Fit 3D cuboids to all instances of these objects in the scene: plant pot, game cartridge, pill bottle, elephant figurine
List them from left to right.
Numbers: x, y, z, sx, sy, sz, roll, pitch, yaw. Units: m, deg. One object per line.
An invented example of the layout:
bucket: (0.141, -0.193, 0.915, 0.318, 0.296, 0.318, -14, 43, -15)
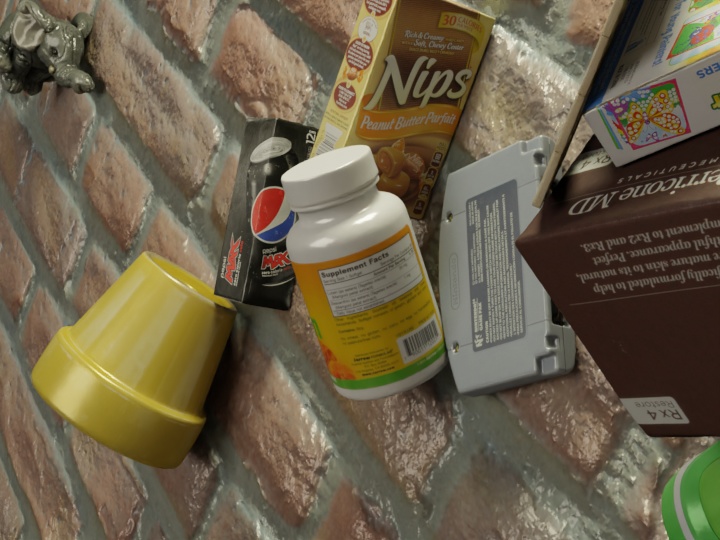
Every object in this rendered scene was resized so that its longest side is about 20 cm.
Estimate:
elephant figurine: (-0.473, -0.350, 1.911, 0.199, 0.156, 0.142, -10, 30, 42)
plant pot: (-0.242, 0.092, 1.411, 0.190, 0.200, 0.200, -57, 38, 2)
pill bottle: (0.000, 0.000, 1.078, 0.111, 0.110, 0.202, 5, 118, 54)
game cartridge: (0.120, 0.000, 1.050, 0.133, 0.041, 0.203, -25, 62, 54)

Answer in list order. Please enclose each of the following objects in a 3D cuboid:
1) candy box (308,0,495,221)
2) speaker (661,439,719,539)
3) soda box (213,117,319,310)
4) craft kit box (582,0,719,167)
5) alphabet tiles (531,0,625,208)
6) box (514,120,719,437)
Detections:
candy box: (0.035, -0.157, 1.139, 0.055, 0.114, 0.202, 37, 111, 50)
speaker: (0.280, 0.123, 0.753, 0.200, 0.088, 0.089, -40, 51, 42)
soda box: (-0.101, -0.062, 1.349, 0.070, 0.063, 0.203, 10, 90, 54)
craft kit box: (0.236, -0.159, 0.693, 0.196, 0.049, 0.201, -26, 23, 39)
alphabet tiles: (0.148, -0.136, 0.755, 0.200, 0.007, 0.169, -49, -21, -69)
box: (0.232, -0.030, 0.722, 0.165, 0.165, 0.200, -10, 33, 51)
